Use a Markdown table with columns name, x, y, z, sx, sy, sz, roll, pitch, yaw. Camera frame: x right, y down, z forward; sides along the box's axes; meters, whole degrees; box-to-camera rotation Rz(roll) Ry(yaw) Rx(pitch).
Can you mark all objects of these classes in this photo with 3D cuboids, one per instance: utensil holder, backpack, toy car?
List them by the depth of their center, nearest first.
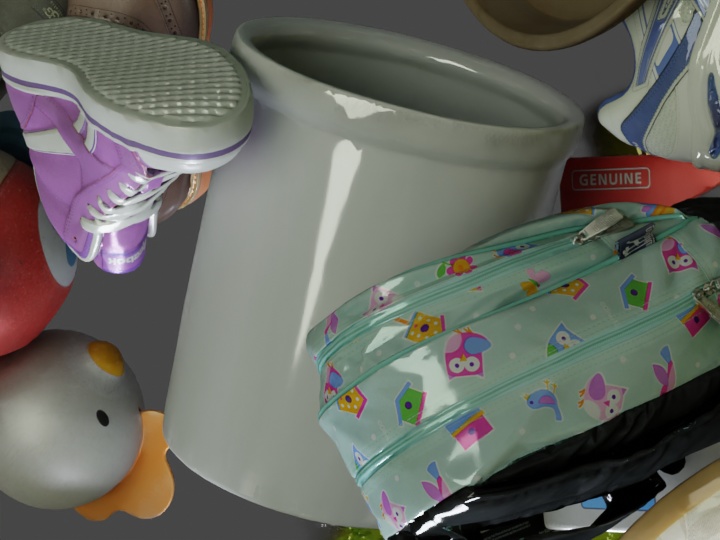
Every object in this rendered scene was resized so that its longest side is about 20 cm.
| name | x | y | z | sx | sy | sz | roll | pitch | yaw |
| --- | --- | --- | --- | --- | --- | --- | --- | --- | --- |
| backpack | 0.077 | 0.046 | 1.081 | 0.127 | 0.199 | 0.167 | 61 | 149 | 17 |
| utensil holder | 0.000 | 0.000 | 1.212 | 0.169 | 0.170 | 0.201 | 23 | 107 | 27 |
| toy car | -0.170 | 0.051 | 1.345 | 0.199 | 0.185 | 0.177 | 36 | 118 | -10 |

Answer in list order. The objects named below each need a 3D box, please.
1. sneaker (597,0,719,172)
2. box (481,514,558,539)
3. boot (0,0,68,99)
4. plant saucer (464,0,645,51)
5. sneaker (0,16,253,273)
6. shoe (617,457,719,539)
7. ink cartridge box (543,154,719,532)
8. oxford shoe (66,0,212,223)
| name | x | y | z | sx | sy | sz | roll | pitch | yaw |
| --- | --- | --- | --- | --- | --- | --- | --- | --- | --- |
| sneaker | 0.150 | -0.147 | 1.159 | 0.088 | 0.075 | 0.202 | 10 | 100 | 27 |
| box | 0.013 | 0.161 | 1.202 | 0.110 | 0.200 | 0.035 | -28 | 81 | 29 |
| boot | -0.246 | -0.095 | 1.326 | 0.181 | 0.073 | 0.201 | 10 | 59 | 48 |
| plant saucer | 0.105 | -0.198 | 1.166 | 0.200 | 0.029 | 0.202 | -17 | 69 | 54 |
| sneaker | -0.100 | -0.049 | 1.189 | 0.200 | 0.072 | 0.115 | 26 | 130 | 58 |
| shoe | 0.182 | 0.100 | 1.121 | 0.200 | 0.070 | 0.054 | -40 | 75 | 28 |
| ink cartridge box | 0.175 | 0.034 | 1.183 | 0.199 | 0.045 | 0.178 | -1 | 96 | 31 |
| oxford shoe | -0.119 | -0.107 | 1.283 | 0.071 | 0.073 | 0.201 | 11 | 126 | 31 |
